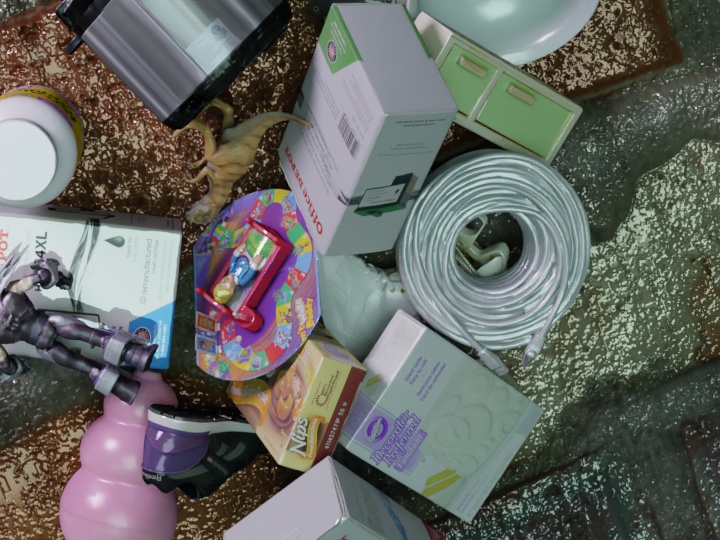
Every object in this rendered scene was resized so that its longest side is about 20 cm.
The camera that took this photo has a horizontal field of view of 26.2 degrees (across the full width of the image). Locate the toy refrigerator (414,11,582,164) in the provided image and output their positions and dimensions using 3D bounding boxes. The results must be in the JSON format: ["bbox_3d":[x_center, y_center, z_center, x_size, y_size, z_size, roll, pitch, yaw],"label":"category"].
[{"bbox_3d":[0.127,-0.177,1.550,0.199,0.070,0.076,24,104,-38],"label":"toy refrigerator"}]

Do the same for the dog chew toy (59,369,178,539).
[{"bbox_3d":[-0.240,0.202,1.602,0.123,0.125,0.203,12,91,-10],"label":"dog chew toy"}]

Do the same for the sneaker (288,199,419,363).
[{"bbox_3d":[0.000,0.000,1.616,0.114,0.074,0.202,-21,113,-4],"label":"sneaker"}]

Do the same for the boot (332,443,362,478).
[{"bbox_3d":[-0.018,0.212,1.604,0.069,0.132,0.202,-6,115,-4],"label":"boot"}]

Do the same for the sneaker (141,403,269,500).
[{"bbox_3d":[-0.156,0.189,1.584,0.199,0.075,0.089,12,91,-55],"label":"sneaker"}]

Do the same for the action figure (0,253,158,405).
[{"bbox_3d":[-0.301,0.063,1.505,0.198,0.069,0.131,26,106,-8],"label":"action figure"}]

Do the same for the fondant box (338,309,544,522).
[{"bbox_3d":[0.076,0.151,1.580,0.199,0.058,0.145,35,89,-35],"label":"fondant box"}]

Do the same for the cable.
[{"bbox_3d":[0.134,-0.022,1.557,0.199,0.069,0.201,36,98,-13],"label":"cable"}]

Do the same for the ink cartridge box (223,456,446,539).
[{"bbox_3d":[-0.015,0.289,1.513,0.147,0.086,0.200,-37,129,15],"label":"ink cartridge box"}]

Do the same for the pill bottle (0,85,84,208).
[{"bbox_3d":[-0.320,-0.118,1.481,0.103,0.200,0.106,-2,102,-7],"label":"pill bottle"}]

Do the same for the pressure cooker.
[{"bbox_3d":[-0.183,-0.260,1.478,0.200,0.178,0.176,45,51,-10],"label":"pressure cooker"}]

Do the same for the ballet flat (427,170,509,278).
[{"bbox_3d":[0.108,-0.028,1.618,0.075,0.068,0.201,-33,103,25],"label":"ballet flat"}]

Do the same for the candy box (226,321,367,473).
[{"bbox_3d":[-0.068,0.112,1.557,0.055,0.200,0.117,20,99,-24],"label":"candy box"}]

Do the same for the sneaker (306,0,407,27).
[{"bbox_3d":[-0.002,-0.229,1.574,0.105,0.075,0.203,1,99,3],"label":"sneaker"}]

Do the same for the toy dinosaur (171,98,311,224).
[{"bbox_3d":[-0.125,-0.130,1.562,0.106,0.060,0.200,43,129,1],"label":"toy dinosaur"}]

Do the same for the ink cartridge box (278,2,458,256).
[{"bbox_3d":[0.002,-0.132,1.481,0.083,0.147,0.201,-6,144,-26],"label":"ink cartridge box"}]

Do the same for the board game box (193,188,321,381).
[{"bbox_3d":[-0.116,0.006,1.540,0.157,0.039,0.202,-20,62,29],"label":"board game box"}]

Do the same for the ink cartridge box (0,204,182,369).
[{"bbox_3d":[-0.286,0.014,1.571,0.197,0.084,0.148,5,101,-9],"label":"ink cartridge box"}]

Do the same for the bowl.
[{"bbox_3d":[0.136,-0.299,1.540,0.198,0.091,0.202,-6,146,-4],"label":"bowl"}]

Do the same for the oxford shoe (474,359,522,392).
[{"bbox_3d":[0.093,0.120,1.647,0.198,0.058,0.076,17,98,-33],"label":"oxford shoe"}]
